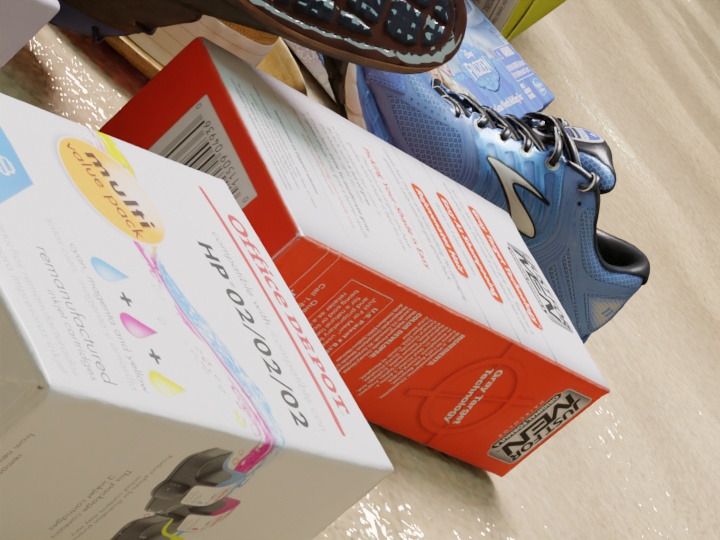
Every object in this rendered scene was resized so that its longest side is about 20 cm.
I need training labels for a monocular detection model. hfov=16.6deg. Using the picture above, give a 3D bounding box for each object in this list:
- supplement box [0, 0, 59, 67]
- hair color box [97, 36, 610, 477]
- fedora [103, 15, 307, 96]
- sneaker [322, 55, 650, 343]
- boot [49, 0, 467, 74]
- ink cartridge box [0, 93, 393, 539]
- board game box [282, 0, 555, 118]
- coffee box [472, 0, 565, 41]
[{"bbox_3d":[-0.185,-0.148,0.764,0.109,0.061,0.200,21,33,-58],"label":"supplement box"},{"bbox_3d":[0.000,0.000,0.901,0.200,0.061,0.102,26,29,-49],"label":"hair color box"},{"bbox_3d":[-0.073,-0.149,0.992,0.201,0.082,0.201,43,19,-19],"label":"fedora"},{"bbox_3d":[0.056,-0.048,1.048,0.200,0.089,0.079,48,14,-33],"label":"sneaker"},{"bbox_3d":[-0.063,-0.118,0.871,0.200,0.097,0.075,27,68,-17],"label":"boot"},{"bbox_3d":[-0.068,0.023,0.681,0.200,0.068,0.115,20,34,-57],"label":"ink cartridge box"},{"bbox_3d":[0.000,-0.136,1.206,0.199,0.043,0.200,48,18,2],"label":"board game box"},{"bbox_3d":[0.105,-0.279,1.376,0.198,0.200,0.200,51,-17,7],"label":"coffee box"}]
